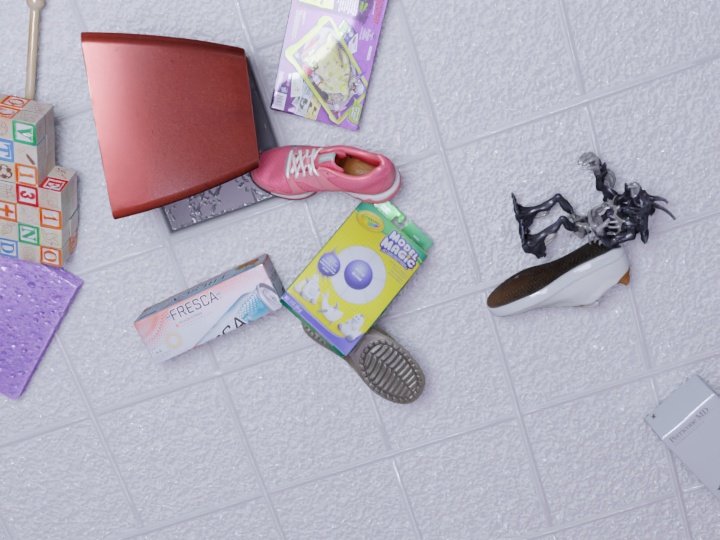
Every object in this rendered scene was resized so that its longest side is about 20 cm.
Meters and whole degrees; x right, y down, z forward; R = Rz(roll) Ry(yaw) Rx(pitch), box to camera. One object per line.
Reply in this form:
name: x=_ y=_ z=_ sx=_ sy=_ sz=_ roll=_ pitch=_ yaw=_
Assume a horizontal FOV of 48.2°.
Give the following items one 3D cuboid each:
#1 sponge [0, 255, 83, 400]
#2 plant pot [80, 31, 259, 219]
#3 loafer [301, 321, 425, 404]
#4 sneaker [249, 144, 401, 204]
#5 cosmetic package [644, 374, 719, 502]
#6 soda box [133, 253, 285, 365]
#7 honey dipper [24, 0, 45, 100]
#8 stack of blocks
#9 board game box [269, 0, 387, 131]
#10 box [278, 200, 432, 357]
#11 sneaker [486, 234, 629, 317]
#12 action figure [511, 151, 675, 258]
sponge: x=-0.479 y=0.071 z=1.117 sx=0.111 sy=0.030 sz=0.201 roll=31 pitch=103 yaw=-8
plant pot: x=-0.217 y=-0.189 z=0.972 sx=0.173 sy=0.200 sz=0.203 roll=-8 pitch=106 yaw=-7
loafer: x=0.007 y=0.104 z=1.109 sx=0.199 sy=0.068 sz=0.076 roll=40 pitch=98 yaw=-7
sneaker: x=-0.048 y=-0.135 z=1.018 sx=0.197 sy=0.087 sz=0.075 roll=3 pitch=77 yaw=8
cosmetic package: x=0.516 y=0.259 z=1.154 sx=0.200 sy=0.071 sz=0.101 roll=44 pitch=101 yaw=-10
soda box: x=-0.203 y=0.052 z=1.097 sx=0.198 sy=0.064 sz=0.069 roll=-24 pitch=104 yaw=7
honey dipper: x=-0.418 y=-0.249 z=1.026 sx=0.037 sy=0.038 sz=0.203 roll=11 pitch=105 yaw=-3
stack of blocks: x=-0.425 y=-0.112 z=1.022 sx=0.113 sy=0.059 sz=0.202 roll=11 pitch=123 yaw=-3
board game box: x=-0.037 y=-0.291 z=1.023 sx=0.118 sy=0.032 sz=0.203 roll=15 pitch=105 yaw=0
box: x=0.000 y=0.000 z=1.057 sx=0.117 sy=0.048 sz=0.201 roll=40 pitch=77 yaw=-3
sneaker: x=0.272 y=0.032 z=1.090 sx=0.198 sy=0.073 sz=0.085 roll=-24 pitch=117 yaw=12
action figure: x=0.300 y=-0.080 z=1.038 sx=0.197 sy=0.120 sz=0.103 roll=-13 pitch=138 yaw=11
